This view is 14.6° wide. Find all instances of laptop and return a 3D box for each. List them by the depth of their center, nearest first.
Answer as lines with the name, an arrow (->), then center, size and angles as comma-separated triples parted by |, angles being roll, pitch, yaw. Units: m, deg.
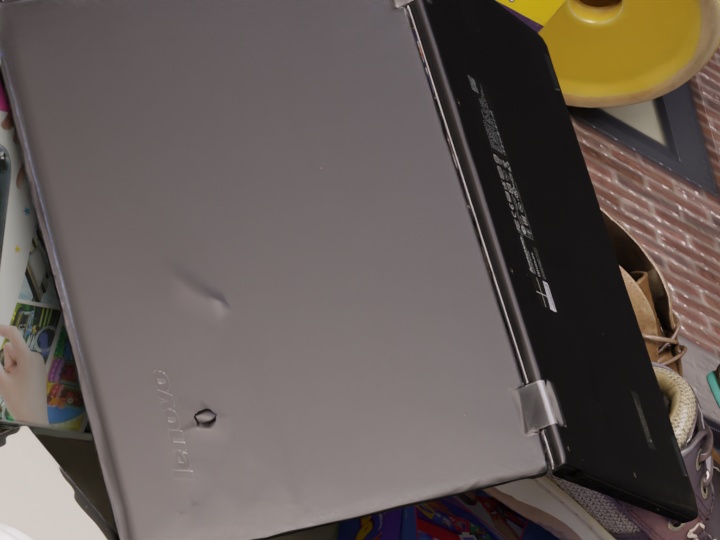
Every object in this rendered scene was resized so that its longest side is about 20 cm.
laptop -> 0.000, 0.000, 0.906 | 0.200, 0.116, 0.188 | 25, 45, -62

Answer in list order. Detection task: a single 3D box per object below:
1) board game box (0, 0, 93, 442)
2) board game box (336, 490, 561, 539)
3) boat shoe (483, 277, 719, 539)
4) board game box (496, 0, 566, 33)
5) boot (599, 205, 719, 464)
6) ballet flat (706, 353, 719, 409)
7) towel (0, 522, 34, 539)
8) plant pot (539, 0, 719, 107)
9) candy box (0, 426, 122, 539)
board game box -> -0.084, -0.016, 0.934 | 0.200, 0.064, 0.148 | 12, 81, -41
board game box -> 0.083, 0.137, 1.020 | 0.200, 0.045, 0.135 | 33, 30, -15
boat shoe -> 0.095, 0.064, 1.007 | 0.200, 0.065, 0.072 | 32, 26, -32
board game box -> -0.045, -0.109, 1.075 | 0.200, 0.165, 0.057 | 25, 33, -29
boot -> 0.108, 0.045, 1.144 | 0.200, 0.075, 0.074 | 47, 24, 4
ballet flat -> 0.185, 0.075, 1.093 | 0.068, 0.062, 0.200 | 64, 5, 27
towel -> -0.080, 0.176, 0.662 | 0.147, 0.024, 0.200 | 49, 50, -40
plant pot -> 0.121, -0.188, 1.367 | 0.200, 0.201, 0.189 | 29, 47, -21
candy box -> -0.122, 0.130, 0.745 | 0.136, 0.061, 0.200 | 49, 31, 14
